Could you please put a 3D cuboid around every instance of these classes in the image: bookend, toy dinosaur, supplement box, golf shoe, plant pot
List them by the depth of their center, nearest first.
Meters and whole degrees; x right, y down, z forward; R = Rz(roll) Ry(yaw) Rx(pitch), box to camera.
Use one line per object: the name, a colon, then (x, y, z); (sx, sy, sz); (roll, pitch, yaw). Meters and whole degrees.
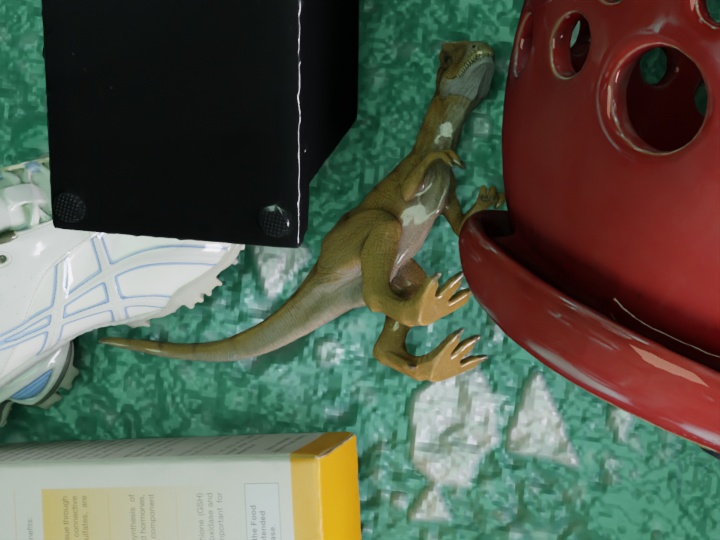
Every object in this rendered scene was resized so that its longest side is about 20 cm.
plant pot: (0.137, -0.041, 0.699); (0.200, 0.200, 0.183); (26, 102, 9)
bookend: (-0.043, -0.139, 0.750); (0.092, 0.200, 0.200); (5, 112, 11)
golf shoe: (-0.117, -0.014, 0.796); (0.200, 0.097, 0.078); (-41, 56, 9)
toy dinosaur: (0.000, 0.000, 0.810); (0.200, 0.060, 0.106); (-46, 51, 9)
supplement box: (-0.101, 0.133, 0.820); (0.199, 0.074, 0.127); (-2, 93, 12)
